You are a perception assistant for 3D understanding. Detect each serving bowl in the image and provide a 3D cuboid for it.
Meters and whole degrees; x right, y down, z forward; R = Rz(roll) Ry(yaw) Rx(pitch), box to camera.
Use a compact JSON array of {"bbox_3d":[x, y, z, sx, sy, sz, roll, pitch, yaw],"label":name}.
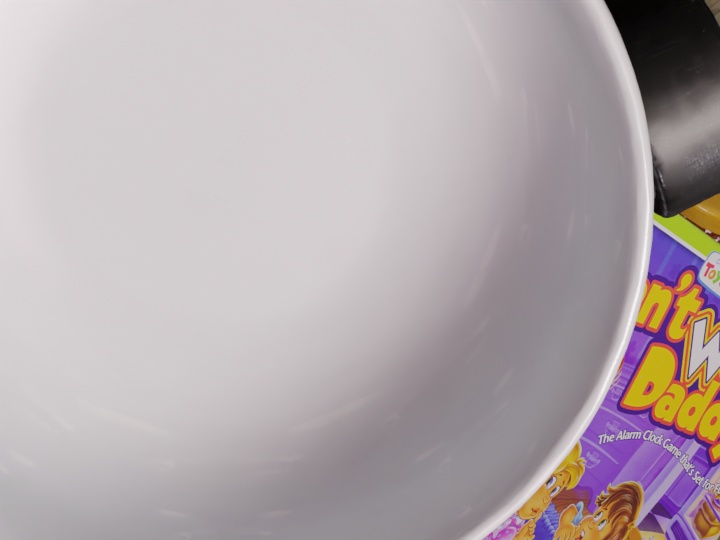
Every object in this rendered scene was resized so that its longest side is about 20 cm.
[{"bbox_3d":[-0.033,-0.021,0.623,0.199,0.066,0.201,0,106,0],"label":"serving bowl"}]

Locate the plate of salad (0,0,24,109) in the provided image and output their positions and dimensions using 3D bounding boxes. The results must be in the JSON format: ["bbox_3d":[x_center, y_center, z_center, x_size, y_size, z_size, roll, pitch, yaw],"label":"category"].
[{"bbox_3d":[-0.182,-0.057,0.648,0.199,0.048,0.201,-3,123,-4],"label":"plate of salad"}]

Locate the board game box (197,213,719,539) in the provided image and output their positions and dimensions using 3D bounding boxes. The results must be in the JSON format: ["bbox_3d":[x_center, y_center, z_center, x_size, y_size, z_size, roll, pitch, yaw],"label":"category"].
[{"bbox_3d":[0.040,0.032,0.750,0.200,0.045,0.135,30,92,-46],"label":"board game box"}]

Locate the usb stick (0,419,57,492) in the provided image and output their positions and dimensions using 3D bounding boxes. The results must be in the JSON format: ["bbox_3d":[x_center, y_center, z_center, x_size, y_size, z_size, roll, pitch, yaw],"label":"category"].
[{"bbox_3d":[-0.158,0.061,0.719,0.199,0.033,0.055,-4,148,32],"label":"usb stick"}]

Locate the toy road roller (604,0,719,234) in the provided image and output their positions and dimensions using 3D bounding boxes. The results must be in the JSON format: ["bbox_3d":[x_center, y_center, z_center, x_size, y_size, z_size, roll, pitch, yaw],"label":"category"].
[{"bbox_3d":[0.087,-0.103,0.697,0.122,0.201,0.146,-27,170,-2],"label":"toy road roller"}]

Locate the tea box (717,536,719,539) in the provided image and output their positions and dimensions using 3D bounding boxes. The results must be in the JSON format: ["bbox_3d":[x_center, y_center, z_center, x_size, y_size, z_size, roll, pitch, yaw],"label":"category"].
[{"bbox_3d":[0.080,0.181,0.923,0.200,0.197,0.133,-46,136,16],"label":"tea box"}]
